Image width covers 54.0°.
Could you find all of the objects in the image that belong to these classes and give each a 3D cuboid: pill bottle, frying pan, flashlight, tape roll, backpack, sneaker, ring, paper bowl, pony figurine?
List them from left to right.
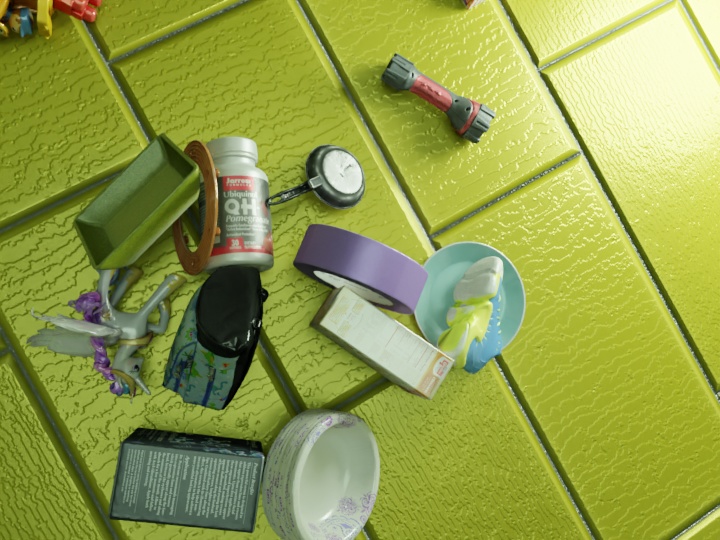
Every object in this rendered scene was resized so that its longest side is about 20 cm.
[{"bbox_3d":[-0.374,0.076,1.044,0.192,0.167,0.201,23,66,-15],"label":"pony figurine"},{"bbox_3d":[-0.244,-0.092,1.052,0.019,0.200,0.201,-1,84,-32],"label":"ring"},{"bbox_3d":[-0.215,0.114,1.041,0.153,0.201,0.164,3,44,-3],"label":"backpack"},{"bbox_3d":[-0.195,-0.098,1.096,0.110,0.111,0.201,-4,81,-11],"label":"pill bottle"},{"bbox_3d":[-0.068,0.308,1.058,0.200,0.104,0.202,-2,93,-51],"label":"paper bowl"},{"bbox_3d":[-0.068,-0.157,1.135,0.189,0.031,0.115,1,72,-35],"label":"frying pan"},{"bbox_3d":[0.000,0.000,1.079,0.199,0.200,0.066,23,81,-7],"label":"tape roll"},{"bbox_3d":[0.129,-0.292,1.199,0.199,0.068,0.068,30,75,-7],"label":"flashlight"},{"bbox_3d":[0.196,0.079,1.158,0.105,0.076,0.200,44,66,-33],"label":"sneaker"}]

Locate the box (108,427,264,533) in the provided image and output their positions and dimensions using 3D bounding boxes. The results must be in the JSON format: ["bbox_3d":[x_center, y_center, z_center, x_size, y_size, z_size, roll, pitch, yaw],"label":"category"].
[{"bbox_3d":[-0.247,0.302,1.032,0.199,0.148,0.108,9,83,-10],"label":"box"}]

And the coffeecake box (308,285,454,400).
[{"bbox_3d":[0.027,0.111,1.097,0.200,0.153,0.073,35,80,-6],"label":"coffeecake box"}]

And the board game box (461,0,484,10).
[{"bbox_3d":[0.209,-0.587,1.252,0.151,0.046,0.201,-29,90,-11],"label":"board game box"}]

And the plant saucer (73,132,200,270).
[{"bbox_3d":[-0.324,-0.097,1.048,0.200,0.200,0.048,-46,129,-4],"label":"plant saucer"}]

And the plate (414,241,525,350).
[{"bbox_3d":[0.182,0.051,1.196,0.199,0.026,0.201,1,85,-11],"label":"plate"}]

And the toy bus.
[{"bbox_3d":[-0.505,-0.424,1.077,0.191,0.136,0.201,26,82,-23],"label":"toy bus"}]
